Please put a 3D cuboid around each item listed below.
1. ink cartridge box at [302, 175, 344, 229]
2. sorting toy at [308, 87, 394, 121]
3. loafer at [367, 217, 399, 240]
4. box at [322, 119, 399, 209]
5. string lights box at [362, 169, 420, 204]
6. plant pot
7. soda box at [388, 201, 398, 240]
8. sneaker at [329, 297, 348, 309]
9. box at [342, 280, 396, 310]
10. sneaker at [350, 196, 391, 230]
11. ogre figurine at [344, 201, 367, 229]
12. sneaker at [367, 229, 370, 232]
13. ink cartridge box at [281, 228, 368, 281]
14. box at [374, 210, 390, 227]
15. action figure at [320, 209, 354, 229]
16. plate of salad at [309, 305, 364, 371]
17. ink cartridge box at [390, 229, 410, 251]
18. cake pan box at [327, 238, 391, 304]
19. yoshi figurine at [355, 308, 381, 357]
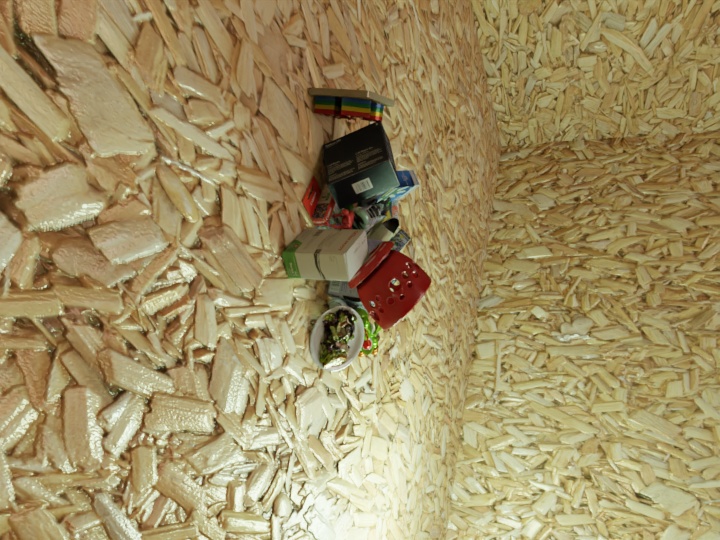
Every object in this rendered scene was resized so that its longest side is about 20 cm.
[{"bbox_3d":[-0.099,-0.173,1.574,0.202,0.049,0.112,61,40,-48],"label":"ink cartridge box"},{"bbox_3d":[-0.025,-0.481,1.548,0.199,0.193,0.072,-18,117,-62],"label":"sorting toy"},{"bbox_3d":[0.066,-0.119,1.758,0.201,0.075,0.069,-49,177,-38],"label":"loafer"},{"bbox_3d":[0.000,-0.309,1.543,0.105,0.194,0.186,56,20,-48],"label":"box"},{"bbox_3d":[0.092,-0.267,1.679,0.197,0.102,0.060,-16,78,-49],"label":"string lights box"},{"bbox_3d":[0.077,0.033,1.495,0.183,0.199,0.201,46,39,-6],"label":"plant pot"},{"bbox_3d":[0.104,-0.166,1.981,0.063,0.066,0.208,-13,103,-60],"label":"soda box"},{"bbox_3d":[-0.063,0.183,1.653,0.071,0.071,0.205,-56,140,-52],"label":"sneaker"},{"bbox_3d":[0.028,0.050,1.746,0.200,0.043,0.160,-47,145,-2],"label":"box"},{"bbox_3d":[0.039,-0.180,1.590,0.079,0.138,0.200,57,-5,-4],"label":"sneaker"},{"bbox_3d":[0.009,-0.227,1.729,0.122,0.197,0.098,57,-6,-14],"label":"ogre figurine"},{"bbox_3d":[0.023,-0.166,1.806,0.202,0.074,0.078,-56,158,-31],"label":"sneaker"},{"bbox_3d":[-0.091,-0.045,1.430,0.147,0.194,0.087,-51,137,-50],"label":"ink cartridge box"},{"bbox_3d":[0.046,-0.134,1.859,0.202,0.073,0.051,-62,144,-41],"label":"box"},{"bbox_3d":[-0.060,-0.122,1.550,0.202,0.096,0.067,89,15,-62],"label":"action figure"},{"bbox_3d":[-0.064,0.209,1.597,0.195,0.048,0.208,-8,105,-32],"label":"plate of salad"},{"bbox_3d":[0.095,-0.053,1.881,0.201,0.050,0.109,-49,180,0],"label":"ink cartridge box"},{"bbox_3d":[0.000,0.000,1.645,0.052,0.177,0.207,62,35,-72],"label":"cake pan box"},{"bbox_3d":[0.010,0.197,1.752,0.113,0.110,0.203,-52,153,-28],"label":"yoshi figurine"}]
